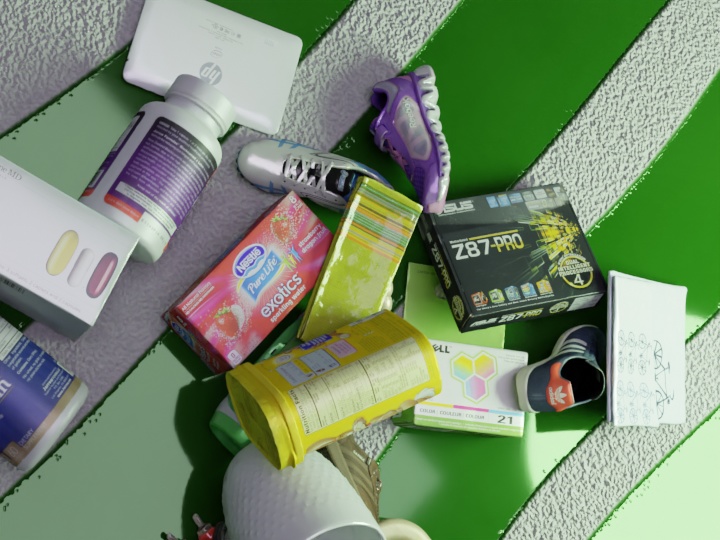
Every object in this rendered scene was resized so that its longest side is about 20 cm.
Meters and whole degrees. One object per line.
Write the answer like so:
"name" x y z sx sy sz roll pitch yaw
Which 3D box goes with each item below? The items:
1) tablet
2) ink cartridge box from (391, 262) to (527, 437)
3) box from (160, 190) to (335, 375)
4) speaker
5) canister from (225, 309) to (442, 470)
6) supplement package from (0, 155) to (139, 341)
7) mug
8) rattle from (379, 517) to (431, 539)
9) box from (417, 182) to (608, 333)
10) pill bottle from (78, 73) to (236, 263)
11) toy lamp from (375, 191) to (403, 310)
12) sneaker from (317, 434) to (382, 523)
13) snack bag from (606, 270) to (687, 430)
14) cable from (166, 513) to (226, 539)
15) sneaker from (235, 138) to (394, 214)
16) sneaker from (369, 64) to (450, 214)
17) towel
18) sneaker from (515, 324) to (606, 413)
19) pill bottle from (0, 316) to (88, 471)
"tablet" -0.175 -0.254 1.719 0.198 0.014 0.132 19 77 -15
"ink cartridge box" 0.124 0.095 1.738 0.146 0.076 0.203 8 81 -18
"box" -0.123 0.015 1.653 0.100 0.095 0.200 46 71 -7
"speaker" -0.083 0.129 1.656 0.088 0.088 0.200 45 71 -8
"canister" -0.028 0.123 1.549 0.198 0.148 0.087 -22 113 -17
"supplement package" -0.359 -0.027 1.543 0.199 0.156 0.112 30 73 -12
"mug" -0.075 0.291 1.568 0.146 0.176 0.202 -14 131 -24
"rattle" 0.018 0.343 1.636 0.199 0.143 0.131 28 92 -20
"box" 0.187 -0.017 1.764 0.198 0.049 0.163 -9 62 -22
"pill bottle" -0.226 -0.119 1.628 0.111 0.111 0.201 35 73 -11
"toy lamp" 0.027 0.007 1.696 0.058 0.058 0.203 -1 101 -19
"sneaker" -0.001 0.250 1.644 0.075 0.071 0.202 -1 57 -33
"snack bag" 0.365 0.105 1.802 0.199 0.021 0.191 10 78 -49
"cable" -0.146 0.366 1.634 0.097 0.050 0.201 -45 110 -37
"sneaker" -0.050 -0.113 1.711 0.198 0.072 0.073 16 79 -15
"sneaker" 0.057 -0.156 1.741 0.087 0.081 0.202 -4 62 -10
"towel" 0.000 0.000 1.637 0.085 0.018 0.202 24 83 -16
"sneaker" 0.270 0.122 1.747 0.200 0.084 0.076 -33 113 -49
"pill bottle" -0.400 0.111 1.531 0.199 0.116 0.116 39 72 -9
